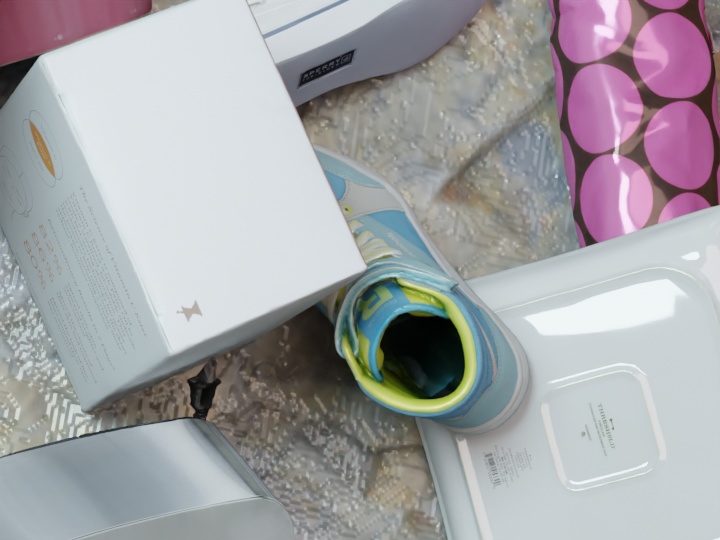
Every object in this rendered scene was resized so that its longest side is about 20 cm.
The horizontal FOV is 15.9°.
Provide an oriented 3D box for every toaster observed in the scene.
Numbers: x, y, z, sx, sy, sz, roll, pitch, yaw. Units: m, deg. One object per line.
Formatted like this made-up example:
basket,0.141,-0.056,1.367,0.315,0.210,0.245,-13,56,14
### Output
toaster,-0.123,0.170,1.227,0.181,0.119,0.200,-14,112,-21

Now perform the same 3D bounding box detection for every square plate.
square plate,0.128,0.086,1.358,0.198,0.028,0.200,-16,84,11

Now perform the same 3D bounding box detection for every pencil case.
pencil case,0.160,-0.070,1.423,0.094,0.091,0.200,-1,82,-27

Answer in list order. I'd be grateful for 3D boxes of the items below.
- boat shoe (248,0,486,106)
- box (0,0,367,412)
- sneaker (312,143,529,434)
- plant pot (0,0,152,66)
boat shoe,-0.018,-0.138,1.384,0.200,0.074,0.065,-23,63,-33
box,-0.100,-0.030,1.266,0.106,0.200,0.152,-23,88,-21
sneaker,0.000,0.000,1.310,0.200,0.131,0.080,42,96,12
plant pot,-0.189,-0.196,1.285,0.200,0.200,0.179,-20,101,-21
